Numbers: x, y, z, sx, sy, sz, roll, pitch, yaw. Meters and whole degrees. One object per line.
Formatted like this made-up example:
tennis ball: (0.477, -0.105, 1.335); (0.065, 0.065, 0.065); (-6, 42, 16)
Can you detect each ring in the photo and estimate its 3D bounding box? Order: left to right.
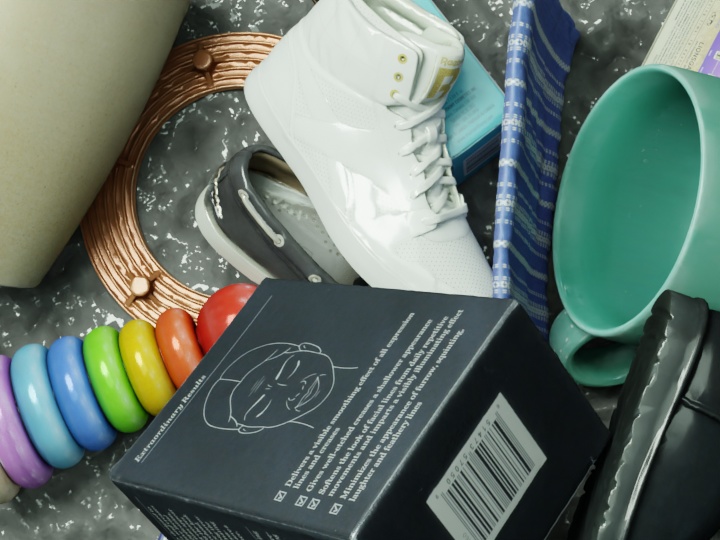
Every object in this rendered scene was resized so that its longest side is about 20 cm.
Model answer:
ring: (-0.073, -0.048, 1.069); (0.200, 0.019, 0.201); (-1, 82, 5)

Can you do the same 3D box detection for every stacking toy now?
stacking toy: (-0.135, 0.064, 1.023); (0.199, 0.085, 0.086); (-20, 81, 0)

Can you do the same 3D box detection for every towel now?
towel: (0.099, -0.062, 0.995); (0.024, 0.145, 0.201); (3, 83, 14)

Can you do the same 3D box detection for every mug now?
mug: (0.186, -0.023, 0.988); (0.114, 0.185, 0.153); (11, 69, -21)

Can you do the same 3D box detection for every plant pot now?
plant pot: (-0.205, -0.098, 1.017); (0.187, 0.187, 0.201); (15, 95, 6)

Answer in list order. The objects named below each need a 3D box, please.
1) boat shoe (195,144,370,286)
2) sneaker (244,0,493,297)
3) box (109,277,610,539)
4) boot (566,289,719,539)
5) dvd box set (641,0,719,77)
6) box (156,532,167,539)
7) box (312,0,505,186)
boat shoe: (0.000, 0.000, 1.011); (0.200, 0.060, 0.074); (38, 52, -5)
sneaker: (0.027, -0.068, 0.959); (0.200, 0.074, 0.116); (52, 128, 11)
box: (-0.003, 0.096, 0.904); (0.149, 0.200, 0.107); (-53, 124, -25)
boot: (0.200, 0.124, 0.890); (0.168, 0.076, 0.201); (20, 93, -2)
dvd box set: (0.281, -0.139, 1.017); (0.200, 0.029, 0.147); (25, 85, 28)
box: (-0.014, 0.166, 1.025); (0.199, 0.032, 0.121); (22, 84, 7)
box: (0.014, -0.148, 1.045); (0.049, 0.082, 0.200); (-37, 80, -1)
